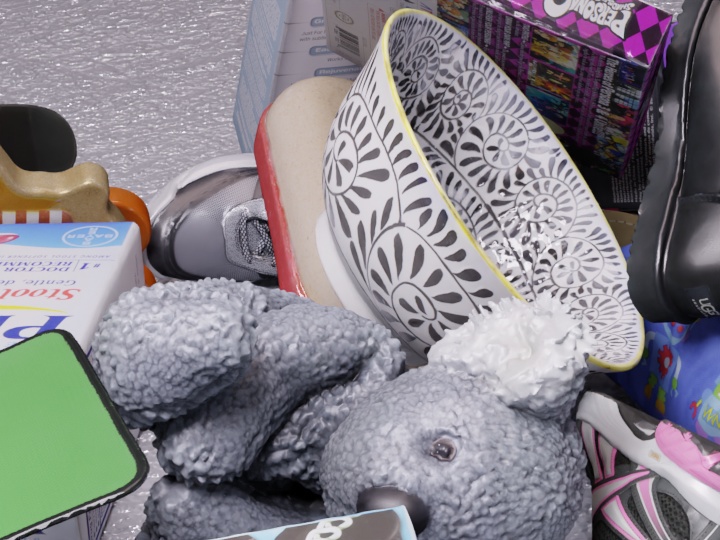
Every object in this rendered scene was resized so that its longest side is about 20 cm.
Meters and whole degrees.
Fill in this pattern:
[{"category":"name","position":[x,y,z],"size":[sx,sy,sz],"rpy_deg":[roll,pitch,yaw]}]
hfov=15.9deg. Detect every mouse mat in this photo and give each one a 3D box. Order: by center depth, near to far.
[{"category":"mouse mat","position":[-0.190,0.089,1.018],"size":[0.199,0.008,0.161],"rpy_deg":[-24,26,-10]}]

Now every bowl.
[{"category":"bowl","position":[0.040,-0.016,1.228],"size":[0.094,0.201,0.201],"rpy_deg":[-34,13,20]}]

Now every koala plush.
[{"category":"koala plush","position":[0.009,0.081,1.119],"size":[0.199,0.179,0.184],"rpy_deg":[1,12,21]}]

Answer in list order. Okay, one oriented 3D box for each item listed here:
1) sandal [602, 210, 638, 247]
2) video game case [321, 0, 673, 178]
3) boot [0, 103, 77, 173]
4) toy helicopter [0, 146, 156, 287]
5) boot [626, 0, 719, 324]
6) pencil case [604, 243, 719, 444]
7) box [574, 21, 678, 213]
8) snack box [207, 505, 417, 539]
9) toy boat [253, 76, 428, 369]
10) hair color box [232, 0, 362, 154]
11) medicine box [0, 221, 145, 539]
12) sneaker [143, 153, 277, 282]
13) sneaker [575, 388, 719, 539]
[{"category":"sandal","position":[0.170,0.011,1.428],"size":[0.210,0.078,0.070],"rpy_deg":[-1,-10,-13]},{"category":"video game case","position":[0.064,-0.121,1.317],"size":[0.180,0.036,0.200],"rpy_deg":[25,-12,8]},{"category":"boot","position":[-0.264,-0.043,1.497],"size":[0.199,0.070,0.174],"rpy_deg":[4,-18,-19]},{"category":"toy helicopter","position":[-0.202,-0.033,1.397],"size":[0.132,0.200,0.079],"rpy_deg":[-22,41,9]},{"category":"boot","position":[0.220,-0.055,1.219],"size":[0.162,0.073,0.199],"rpy_deg":[-1,64,35]},{"category":"pencil case","position":[0.181,0.046,1.285],"size":[0.078,0.087,0.200],"rpy_deg":[1,20,-24]},{"category":"box","position":[0.173,-0.088,1.504],"size":[0.121,0.107,0.200],"rpy_deg":[-4,3,-24]},{"category":"snack box","position":[-0.078,0.155,1.009],"size":[0.199,0.117,0.037],"rpy_deg":[-8,50,-14]},{"category":"toy boat","position":[0.000,0.000,1.376],"size":[0.130,0.131,0.201],"rpy_deg":[13,38,-22]},{"category":"hair color box","position":[-0.012,-0.132,1.503],"size":[0.098,0.200,0.061],"rpy_deg":[-7,57,-15]},{"category":"medicine box","position":[-0.209,0.058,1.281],"size":[0.181,0.104,0.200],"rpy_deg":[-1,22,6]},{"category":"sneaker","position":[-0.025,-0.022,1.487],"size":[0.199,0.076,0.114],"rpy_deg":[-9,20,-21]},{"category":"sneaker","position":[0.126,0.110,1.151],"size":[0.080,0.087,0.200],"rpy_deg":[26,0,-4]}]
